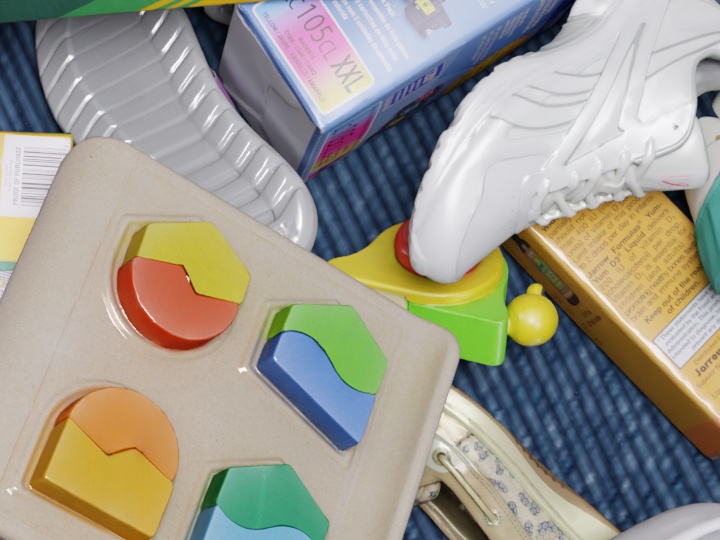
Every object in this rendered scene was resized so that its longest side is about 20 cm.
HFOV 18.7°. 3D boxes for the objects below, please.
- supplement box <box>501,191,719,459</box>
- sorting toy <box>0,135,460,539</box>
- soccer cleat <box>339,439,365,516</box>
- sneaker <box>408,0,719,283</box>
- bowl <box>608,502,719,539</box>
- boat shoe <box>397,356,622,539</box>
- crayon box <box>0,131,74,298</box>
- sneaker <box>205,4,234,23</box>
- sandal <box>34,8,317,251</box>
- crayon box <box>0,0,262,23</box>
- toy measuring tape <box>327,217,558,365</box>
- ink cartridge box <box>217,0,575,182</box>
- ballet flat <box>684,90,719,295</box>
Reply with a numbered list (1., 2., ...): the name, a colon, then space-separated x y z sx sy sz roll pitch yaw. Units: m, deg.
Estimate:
1. supplement box: 0.128 -0.002 1.059 0.200 0.067 0.069 44 78 2
2. sorting toy: -0.062 0.058 0.929 0.200 0.036 0.185 28 60 -16
3. soccer cleat: -0.027 0.135 0.986 0.067 0.076 0.200 -5 70 -24
4. sneaker: 0.105 -0.060 0.986 0.099 0.078 0.200 39 75 16
5. bowl: 0.123 0.211 0.989 0.200 0.075 0.200 -30 113 -11
6. boat shoe: 0.050 0.107 1.026 0.200 0.073 0.063 39 75 1
7. crayon box: -0.197 0.034 1.018 0.118 0.058 0.201 3 80 -6
8. sneaker: -0.024 -0.216 1.070 0.200 0.078 0.099 -39 75 -17
9. sandal: -0.091 -0.068 1.053 0.082 0.050 0.203 -38 68 7
10. crayon box: -0.070 -0.181 0.964 0.199 0.051 0.127 -5 60 5
11. toy measuring tape: 0.000 0.000 1.054 0.199 0.074 0.074 13 78 14
12. ink cartridge box: 0.037 -0.131 1.035 0.200 0.136 0.076 -34 87 -11
13. ballet flat: 0.191 -0.054 1.047 0.070 0.067 0.200 30 42 16
